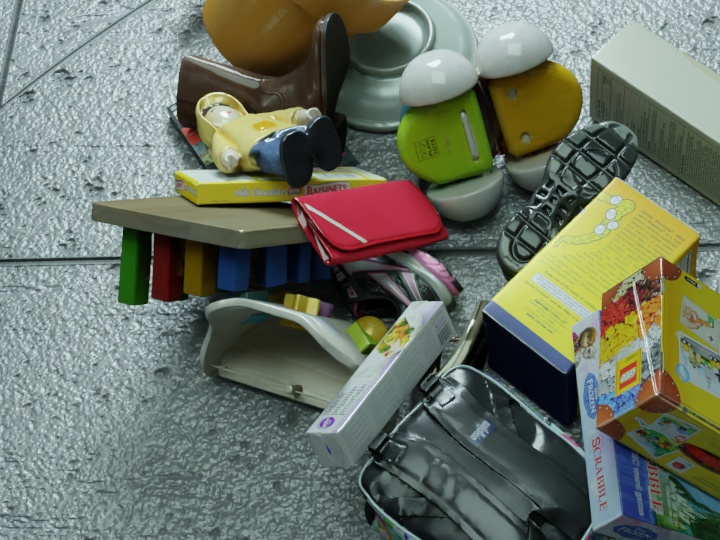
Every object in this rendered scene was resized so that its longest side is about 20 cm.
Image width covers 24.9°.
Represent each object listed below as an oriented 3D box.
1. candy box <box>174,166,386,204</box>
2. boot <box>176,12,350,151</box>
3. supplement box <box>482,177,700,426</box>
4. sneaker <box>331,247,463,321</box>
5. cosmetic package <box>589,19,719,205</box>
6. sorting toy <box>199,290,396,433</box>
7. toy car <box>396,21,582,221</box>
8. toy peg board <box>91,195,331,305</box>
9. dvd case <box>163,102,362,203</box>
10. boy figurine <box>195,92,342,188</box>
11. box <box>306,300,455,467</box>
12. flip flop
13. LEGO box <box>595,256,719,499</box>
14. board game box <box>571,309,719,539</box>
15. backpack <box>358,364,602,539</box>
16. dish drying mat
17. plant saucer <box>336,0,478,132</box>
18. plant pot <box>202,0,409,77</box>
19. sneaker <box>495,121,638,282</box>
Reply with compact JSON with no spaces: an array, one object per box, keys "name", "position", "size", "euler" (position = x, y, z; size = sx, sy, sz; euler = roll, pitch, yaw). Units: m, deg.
[{"name":"candy box","position":[-0.082,-0.087,1.660],"size":[0.198,0.102,0.027],"euler":[-3,99,-19]},{"name":"boot","position":[-0.113,-0.207,1.707],"size":[0.198,0.188,0.064],"euler":[17,42,16]},{"name":"supplement box","position":[0.223,0.029,1.576],"size":[0.109,0.109,0.200],"euler":[38,69,27]},{"name":"sneaker","position":[0.000,0.000,1.649],"size":[0.199,0.080,0.087],"euler":[28,76,29]},{"name":"cosmetic package","position":[0.333,-0.158,1.681],"size":[0.073,0.104,0.200],"euler":[-41,63,-18]},{"name":"sorting toy","position":[-0.064,0.065,1.542],"size":[0.198,0.180,0.108],"euler":[16,81,17]},{"name":"toy car","position":[0.126,-0.163,1.699],"size":[0.198,0.177,0.150],"euler":[-21,23,-5]},{"name":"toy peg board","position":[-0.126,-0.011,1.592],"size":[0.198,0.199,0.099],"euler":[11,102,36]},{"name":"dvd case","position":[-0.107,-0.142,1.784],"size":[0.145,0.022,0.200],"euler":[-31,58,-11]},{"name":"boy figurine","position":[-0.098,-0.137,1.642],"size":[0.124,0.065,0.199],"euler":[-29,30,-25]},{"name":"box","position":[0.022,0.100,1.490],"size":[0.038,0.042,0.200],"euler":[-3,34,39]},{"name":"flip flop","position":[0.069,0.107,1.571],"size":[0.057,0.081,0.201],"euler":[28,71,21]},{"name":"LEGO box","position":[0.305,0.105,1.421],"size":[0.199,0.077,0.150],"euler":[30,47,-23]},{"name":"board game box","position":[0.282,0.156,1.457],"size":[0.198,0.041,0.202],"euler":[20,52,-31]},{"name":"backpack","position":[0.116,0.210,1.453],"size":[0.199,0.151,0.178],"euler":[33,68,28]},{"name":"dish drying mat","position":[0.012,-0.050,1.580],"size":[0.199,0.018,0.077],"euler":[-13,63,-53]},{"name":"plant saucer","position":[0.032,-0.248,1.813],"size":[0.198,0.050,0.202],"euler":[-4,57,6]},{"name":"plant pot","position":[-0.070,-0.306,1.747],"size":[0.183,0.199,0.202],"euler":[-42,49,34]},{"name":"sneaker","position":[0.204,-0.068,1.645],"size":[0.075,0.079,0.200],"euler":[40,78,16]}]
